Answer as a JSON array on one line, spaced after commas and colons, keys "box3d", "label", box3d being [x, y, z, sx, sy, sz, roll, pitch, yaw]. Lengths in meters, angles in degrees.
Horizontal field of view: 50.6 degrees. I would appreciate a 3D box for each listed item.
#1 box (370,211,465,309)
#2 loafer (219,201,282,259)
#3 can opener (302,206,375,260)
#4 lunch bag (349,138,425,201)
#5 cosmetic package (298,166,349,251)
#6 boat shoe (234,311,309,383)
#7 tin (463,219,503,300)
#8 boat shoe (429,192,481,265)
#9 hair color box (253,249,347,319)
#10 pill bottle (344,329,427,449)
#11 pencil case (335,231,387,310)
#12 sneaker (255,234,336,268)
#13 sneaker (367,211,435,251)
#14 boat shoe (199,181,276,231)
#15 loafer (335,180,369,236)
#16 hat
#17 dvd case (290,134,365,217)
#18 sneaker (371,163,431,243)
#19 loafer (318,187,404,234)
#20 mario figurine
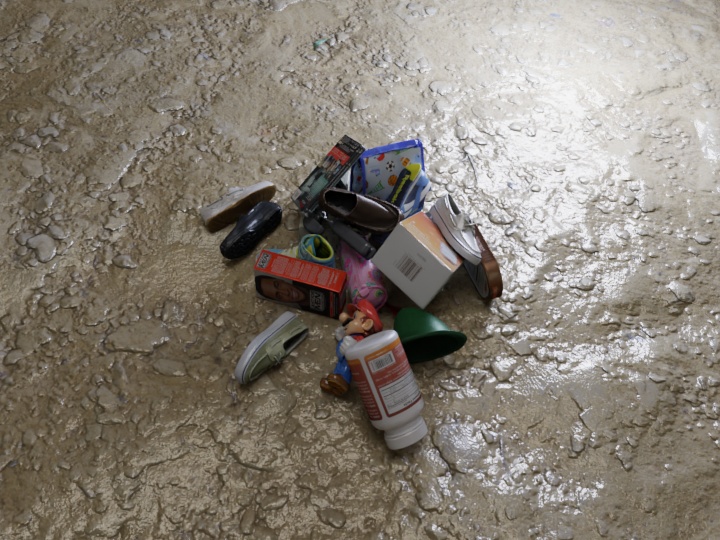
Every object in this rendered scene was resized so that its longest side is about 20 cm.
[{"box3d": [0.131, -0.027, 1.630, 0.152, 0.107, 0.200, 41, 21, 6], "label": "box"}, {"box3d": [-0.263, -0.096, 1.774, 0.069, 0.069, 0.201, 23, 47, 25], "label": "loafer"}, {"box3d": [-0.052, -0.075, 1.683, 0.199, 0.053, 0.067, 40, 92, 34], "label": "can opener"}, {"box3d": [0.062, -0.218, 1.805, 0.166, 0.203, 0.125, -15, 52, -14], "label": "lunch bag"}, {"box3d": [-0.085, -0.149, 1.822, 0.100, 0.074, 0.204, 7, 50, 2], "label": "cosmetic package"}, {"box3d": [-0.180, 0.160, 1.563, 0.061, 0.073, 0.200, 25, 50, 20], "label": "boat shoe"}, {"box3d": [0.264, -0.023, 1.718, 0.041, 0.113, 0.203, -18, 52, -6], "label": "tin"}, {"box3d": [0.219, -0.095, 1.672, 0.071, 0.066, 0.202, 26, 25, -36], "label": "boat shoe"}, {"box3d": [-0.129, 0.031, 1.653, 0.195, 0.103, 0.062, 15, 51, 10], "label": "hair color box"}, {"box3d": [0.054, 0.227, 1.444, 0.110, 0.112, 0.205, -24, 95, -22], "label": "pill bottle"}, {"box3d": [0.000, 0.000, 1.685, 0.085, 0.089, 0.203, -8, 44, -10], "label": "pencil case"}, {"box3d": [-0.141, -0.039, 1.689, 0.194, 0.132, 0.081, 12, 52, 6], "label": "sneaker"}, {"box3d": [0.114, -0.086, 1.797, 0.194, 0.077, 0.107, -1, 33, 3], "label": "sneaker"}, {"box3d": [-0.295, -0.171, 1.827, 0.197, 0.072, 0.070, -29, 59, -23], "label": "boat shoe"}, {"box3d": [-0.039, -0.143, 1.742, 0.062, 0.072, 0.202, -31, 54, -3], "label": "loafer"}, {"box3d": [0.109, 0.082, 1.565, 0.196, 0.165, 0.181, -19, 63, 21], "label": "hat"}, {"box3d": [-0.077, -0.220, 1.740, 0.200, 0.022, 0.146, -48, 24, 2], "label": "dvd case"}, {"box3d": [0.098, -0.140, 1.724, 0.073, 0.082, 0.202, 24, 78, 50], "label": "sneaker"}, {"box3d": [-0.001, -0.127, 1.637, 0.194, 0.071, 0.075, 14, 89, 4], "label": "loafer"}, {"box3d": [-0.033, 0.144, 1.554, 0.121, 0.106, 0.203, 1, 55, 38], "label": "mario figurine"}]
